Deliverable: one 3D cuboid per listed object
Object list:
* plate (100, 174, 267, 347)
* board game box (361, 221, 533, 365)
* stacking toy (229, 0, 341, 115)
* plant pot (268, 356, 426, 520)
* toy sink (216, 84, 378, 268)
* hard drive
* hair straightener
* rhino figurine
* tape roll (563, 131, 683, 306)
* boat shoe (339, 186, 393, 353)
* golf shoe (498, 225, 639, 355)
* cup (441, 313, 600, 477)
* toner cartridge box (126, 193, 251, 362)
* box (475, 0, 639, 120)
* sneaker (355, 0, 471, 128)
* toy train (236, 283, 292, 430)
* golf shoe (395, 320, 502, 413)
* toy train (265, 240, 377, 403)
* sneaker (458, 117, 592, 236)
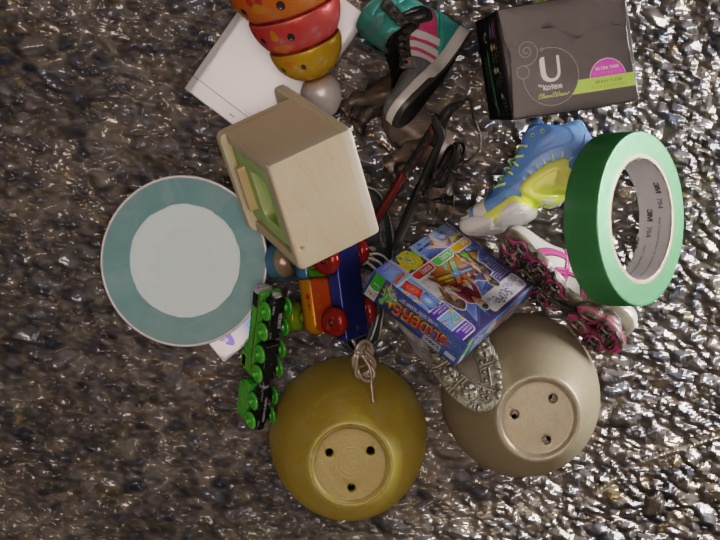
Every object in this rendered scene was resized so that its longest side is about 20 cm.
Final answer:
[{"bbox_3d":[-0.207,-0.011,1.588,0.197,0.026,0.204,0,95,-3],"label":"plate"},{"bbox_3d":[0.104,0.021,1.546,0.135,0.200,0.035,38,122,13],"label":"board game box"},{"bbox_3d":[-0.065,-0.271,1.546,0.144,0.146,0.202,-22,112,0],"label":"stacking toy"},{"bbox_3d":[-0.013,0.215,1.603,0.197,0.142,0.203,0,97,-2],"label":"plant pot"},{"bbox_3d":[-0.082,-0.109,1.514,0.111,0.200,0.132,-25,122,-15],"label":"toy sink"},{"bbox_3d":[-0.101,-0.260,1.608,0.131,0.027,0.201,36,93,-5],"label":"hard drive"},{"bbox_3d":[0.084,-0.108,1.559,0.076,0.041,0.201,29,106,-5],"label":"hair straightener"},{"bbox_3d":[0.066,-0.145,1.599,0.087,0.060,0.201,-38,86,3],"label":"rhino figurine"},{"bbox_3d":[0.310,-0.060,1.569,0.048,0.199,0.204,0,98,42],"label":"tape roll"},{"bbox_3d":[0.000,0.000,1.621,0.074,0.062,0.203,8,94,3],"label":"boat shoe"},{"bbox_3d":[0.253,0.010,1.633,0.200,0.073,0.092,41,56,-6],"label":"golf shoe"},{"bbox_3d":[0.201,0.160,1.604,0.197,0.143,0.204,0,95,-2],"label":"cup"},{"bbox_3d":[-0.190,0.001,1.624,0.095,0.043,0.201,-38,96,3],"label":"toner cartridge box"},{"bbox_3d":[0.220,-0.243,1.533,0.146,0.200,0.126,-10,96,-1],"label":"box"},{"bbox_3d":[0.042,-0.253,1.548,0.120,0.201,0.084,34,133,1],"label":"sneaker"},{"bbox_3d":[-0.117,0.102,1.593,0.041,0.056,0.202,-12,129,-31],"label":"toy train"},{"bbox_3d":[0.106,0.094,1.586,0.078,0.098,0.201,-30,59,-7],"label":"golf shoe"},{"bbox_3d":[-0.046,0.058,1.571,0.114,0.084,0.203,-4,97,32],"label":"toy train"},{"bbox_3d":[0.199,-0.118,1.621,0.198,0.076,0.106,-22,78,1],"label":"sneaker"}]
